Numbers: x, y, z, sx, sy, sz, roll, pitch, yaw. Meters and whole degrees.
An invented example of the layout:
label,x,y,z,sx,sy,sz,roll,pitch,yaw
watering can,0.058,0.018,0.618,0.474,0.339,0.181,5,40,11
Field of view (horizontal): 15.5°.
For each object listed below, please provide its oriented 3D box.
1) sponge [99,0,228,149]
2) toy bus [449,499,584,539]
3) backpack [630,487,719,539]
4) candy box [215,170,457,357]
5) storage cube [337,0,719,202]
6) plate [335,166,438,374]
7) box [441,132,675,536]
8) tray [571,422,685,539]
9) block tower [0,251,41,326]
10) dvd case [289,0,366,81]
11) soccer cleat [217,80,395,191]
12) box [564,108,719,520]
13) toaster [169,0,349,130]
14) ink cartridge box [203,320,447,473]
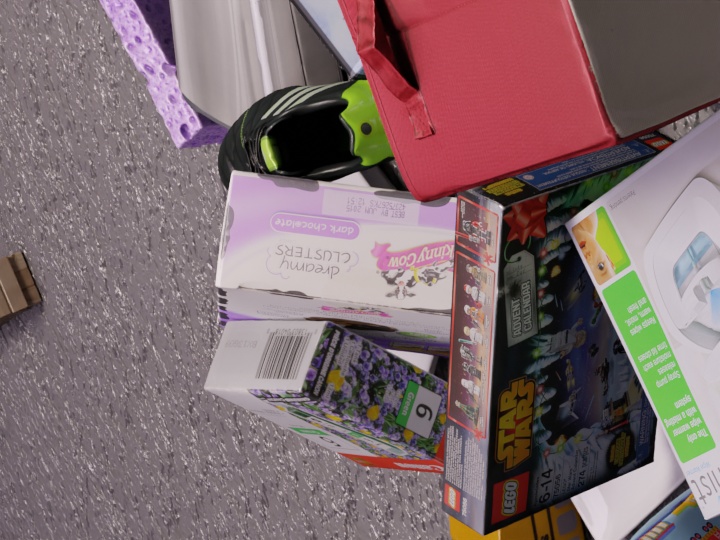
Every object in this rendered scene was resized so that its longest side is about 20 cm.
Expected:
label,x,y,z,sx,sy,sz,roll,pitch,yaw
sponge,-0.130,-0.180,1.842,0.030,0.111,0.201,-36,77,33
toy bus,0.109,0.219,1.732,0.065,0.078,0.201,26,134,55
backpack,0.217,0.225,1.403,0.200,0.182,0.135,39,129,23
candy box,0.000,0.000,1.585,0.200,0.167,0.072,111,167,-81
storage cube,0.107,-0.149,1.272,0.180,0.199,0.172,-14,98,60
plate,0.004,-0.003,1.812,0.200,0.032,0.200,54,152,27
box,0.110,0.033,1.451,0.040,0.137,0.201,29,128,43
tray,0.159,0.090,1.583,0.108,0.022,0.200,61,156,15
block tower,-0.367,0.030,2.588,0.058,0.054,0.200,68,157,-1
dvd case,0.016,-0.226,1.475,0.143,0.018,0.200,53,121,23
soccer cleat,-0.037,-0.076,1.558,0.200,0.081,0.068,-15,93,53
box,0.214,0.011,1.311,0.177,0.096,0.200,66,155,7
toaster,-0.055,-0.162,1.699,0.200,0.113,0.130,33,136,55
ink cartridge box,0.015,0.090,1.627,0.200,0.051,0.109,29,163,-32
